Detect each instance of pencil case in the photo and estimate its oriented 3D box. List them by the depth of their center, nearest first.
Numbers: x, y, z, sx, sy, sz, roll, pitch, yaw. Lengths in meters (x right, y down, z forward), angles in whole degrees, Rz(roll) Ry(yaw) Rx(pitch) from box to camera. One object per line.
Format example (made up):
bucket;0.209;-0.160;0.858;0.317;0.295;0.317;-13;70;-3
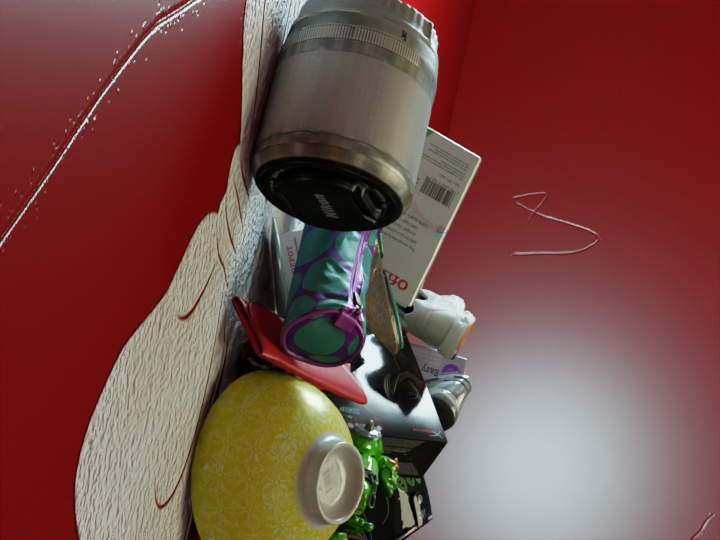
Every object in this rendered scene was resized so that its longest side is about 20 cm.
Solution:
pencil case;-0.024;0.006;1.522;0.085;0.092;0.201;47;32;-29

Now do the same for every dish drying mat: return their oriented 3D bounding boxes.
dish drying mat;-0.058;0.083;1.540;0.200;0.018;0.077;34;23;-54

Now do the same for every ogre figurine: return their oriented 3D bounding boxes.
ogre figurine;-0.014;0.240;1.650;0.200;0.097;0.120;79;22;-56

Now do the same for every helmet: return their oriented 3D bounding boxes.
helmet;-0.021;0.269;1.886;0.191;0.199;0.200;56;-6;10

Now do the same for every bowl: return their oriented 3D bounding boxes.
bowl;-0.061;0.200;1.477;0.200;0.107;0.202;-6;98;-54

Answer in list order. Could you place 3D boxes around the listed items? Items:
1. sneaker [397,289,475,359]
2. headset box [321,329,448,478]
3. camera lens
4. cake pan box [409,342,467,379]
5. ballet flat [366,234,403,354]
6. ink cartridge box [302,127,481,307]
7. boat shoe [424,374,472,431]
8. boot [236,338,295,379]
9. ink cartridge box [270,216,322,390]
sneaker;0.080;0.050;1.889;0.076;0.092;0.200;-60;-172;-1
headset box;0.000;0.144;1.813;0.077;0.148;0.201;-56;-143;35
camera lens;-0.013;-0.150;1.477;0.160;0.159;0.201;86;16;-66
cake pan box;0.034;0.130;2.017;0.184;0.199;0.053;125;-20;-77
ballet flat;0.000;0.000;1.713;0.068;0.067;0.201;144;-65;-86
ink cartridge box;0.030;-0.077;1.791;0.201;0.144;0.084;-64;-163;-6
boat shoe;0.061;0.174;1.926;0.202;0.075;0.065;-22;-161;50
boot;-0.111;0.170;1.559;0.204;0.073;0.155;-64;157;-53
ink cartridge box;-0.055;0.035;1.653;0.200;0.067;0.117;90;-12;-58
